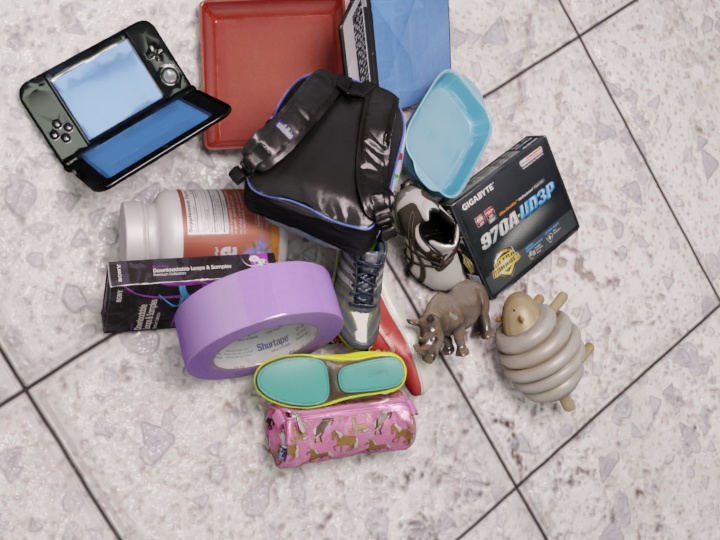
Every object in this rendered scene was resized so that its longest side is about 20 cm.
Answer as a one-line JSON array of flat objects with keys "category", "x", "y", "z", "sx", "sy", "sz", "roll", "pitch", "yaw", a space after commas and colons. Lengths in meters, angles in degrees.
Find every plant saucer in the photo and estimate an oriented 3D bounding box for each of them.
[{"category": "plant saucer", "x": -0.113, "y": -0.261, "z": 1.138, "sx": 0.195, "sy": 0.037, "sz": 0.205, "roll": -3, "pitch": 84, "yaw": -3}]

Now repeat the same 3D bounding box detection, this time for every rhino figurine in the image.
[{"category": "rhino figurine", "x": 0.121, "y": 0.071, "z": 1.161, "sx": 0.199, "sy": 0.059, "sz": 0.089, "roll": -24, "pitch": 102, "yaw": -51}]

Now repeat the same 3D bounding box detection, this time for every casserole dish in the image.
[{"category": "casserole dish", "x": 0.113, "y": -0.184, "z": 1.167, "sx": 0.121, "sy": 0.038, "sz": 0.202, "roll": 45, "pitch": 55, "yaw": -22}]

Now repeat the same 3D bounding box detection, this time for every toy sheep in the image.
[{"category": "toy sheep", "x": 0.263, "y": 0.118, "z": 1.219, "sx": 0.137, "sy": 0.137, "sz": 0.202, "roll": -39, "pitch": 104, "yaw": -21}]

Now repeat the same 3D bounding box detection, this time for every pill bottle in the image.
[{"category": "pill bottle", "x": -0.197, "y": -0.044, "z": 1.062, "sx": 0.195, "sy": 0.112, "sz": 0.115, "roll": -3, "pitch": 84, "yaw": -21}]

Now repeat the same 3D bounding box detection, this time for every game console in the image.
[{"category": "game console", "x": -0.289, "y": -0.208, "z": 1.044, "sx": 0.199, "sy": 0.116, "sz": 0.178, "roll": -35, "pitch": 97, "yaw": -22}]

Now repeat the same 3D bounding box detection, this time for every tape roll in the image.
[{"category": "tape roll", "x": -0.121, "y": 0.064, "z": 1.026, "sx": 0.196, "sy": 0.201, "sz": 0.067, "roll": -10, "pitch": 69, "yaw": -22}]

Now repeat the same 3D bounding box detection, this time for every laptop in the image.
[{"category": "laptop", "x": 0.053, "y": -0.275, "z": 1.126, "sx": 0.113, "sy": 0.190, "sz": 0.202, "roll": 1, "pitch": 38, "yaw": 12}]

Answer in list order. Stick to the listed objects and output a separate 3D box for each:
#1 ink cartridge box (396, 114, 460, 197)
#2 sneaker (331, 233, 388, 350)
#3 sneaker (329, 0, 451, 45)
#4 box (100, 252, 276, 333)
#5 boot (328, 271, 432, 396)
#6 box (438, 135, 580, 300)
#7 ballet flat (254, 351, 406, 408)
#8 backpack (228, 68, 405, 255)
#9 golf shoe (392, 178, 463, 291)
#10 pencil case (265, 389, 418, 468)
[{"category": "ink cartridge box", "x": 0.045, "y": -0.132, "z": 1.198, "sx": 0.197, "sy": 0.059, "sz": 0.106, "roll": -26, "pitch": 94, "yaw": -23}, {"category": "sneaker", "x": 0.000, "y": 0.000, "z": 1.091, "sx": 0.072, "sy": 0.081, "sz": 0.205, "roll": 0, "pitch": 85, "yaw": -13}, {"category": "sneaker", "x": 0.031, "y": -0.323, "z": 1.210, "sx": 0.196, "sy": 0.075, "sz": 0.107, "roll": 11, "pitch": 81, "yaw": -17}, {"category": "box", "x": -0.210, "y": 0.029, "z": 1.031, "sx": 0.195, "sy": 0.143, "sz": 0.037, "roll": -3, "pitch": 65, "yaw": -21}, {"category": "boot", "x": 0.001, "y": 0.101, "z": 1.148, "sx": 0.142, "sy": 0.072, "sz": 0.203, "roll": -28, "pitch": 87, "yaw": -21}, {"category": "box", "x": 0.220, "y": -0.079, "z": 1.249, "sx": 0.198, "sy": 0.046, "sz": 0.161, "roll": -35, "pitch": 112, "yaw": -22}, {"category": "ballet flat", "x": -0.039, "y": 0.137, "z": 1.087, "sx": 0.195, "sy": 0.067, "sz": 0.069, "roll": -3, "pitch": 90, "yaw": -10}, {"category": "backpack", "x": -0.033, "y": -0.129, "z": 1.006, "sx": 0.196, "sy": 0.154, "sz": 0.194, "roll": 23, "pitch": 70, "yaw": -2}, {"category": "golf shoe", "x": 0.102, "y": -0.029, "z": 1.161, "sx": 0.078, "sy": 0.094, "sz": 0.201, "roll": -45, "pitch": 131, "yaw": -10}, {"category": "pencil case", "x": -0.024, "y": 0.205, "z": 1.112, "sx": 0.195, "sy": 0.086, "sz": 0.085, "roll": -3, "pitch": 90, "yaw": -22}]
